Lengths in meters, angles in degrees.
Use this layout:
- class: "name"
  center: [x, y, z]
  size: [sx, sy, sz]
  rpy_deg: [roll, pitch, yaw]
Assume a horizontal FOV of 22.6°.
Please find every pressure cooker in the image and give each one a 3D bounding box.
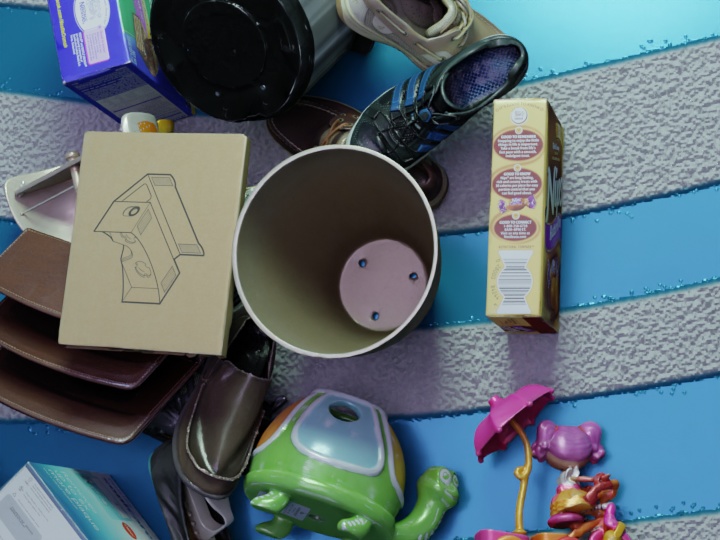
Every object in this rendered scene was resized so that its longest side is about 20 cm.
- class: "pressure cooker"
  center: [-0.091, -0.255, 1.726]
  size: [0.177, 0.200, 0.177]
  rpy_deg: [-17, 110, 33]

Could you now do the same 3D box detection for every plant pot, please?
- class: "plant pot"
  center: [0.000, 0.000, 1.657]
  size: [0.185, 0.200, 0.190]
  rpy_deg: [-3, 79, 14]

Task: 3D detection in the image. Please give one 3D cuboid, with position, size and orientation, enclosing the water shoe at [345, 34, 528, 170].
- class: "water shoe"
  center: [0.065, -0.155, 1.658]
  size: [0.199, 0.079, 0.072]
  rpy_deg: [-37, 89, 6]

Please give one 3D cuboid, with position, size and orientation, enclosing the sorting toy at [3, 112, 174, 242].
- class: "sorting toy"
  center: [-0.232, -0.040, 1.765]
  size: [0.199, 0.106, 0.182]
  rpy_deg: [-21, 84, 41]

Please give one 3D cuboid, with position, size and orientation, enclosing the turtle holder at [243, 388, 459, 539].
- class: "turtle holder"
  center: [-0.011, 0.188, 1.663]
  size: [0.184, 0.141, 0.133]
  rpy_deg: [8, 65, 24]

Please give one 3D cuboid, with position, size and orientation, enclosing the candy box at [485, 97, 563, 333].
- class: "candy box"
  center: [0.154, -0.048, 1.670]
  size: [0.056, 0.117, 0.202]
  rpy_deg: [-1, 81, 14]

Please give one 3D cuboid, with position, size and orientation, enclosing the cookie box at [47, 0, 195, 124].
- class: "cookie box"
  center: [-0.237, -0.244, 1.758]
  size: [0.074, 0.200, 0.173]
  rpy_deg: [-14, 78, 10]

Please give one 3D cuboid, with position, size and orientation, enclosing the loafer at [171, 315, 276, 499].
- class: "loafer"
  center: [-0.122, 0.116, 1.665]
  size: [0.072, 0.071, 0.201]
  rpy_deg: [21, 51, -14]

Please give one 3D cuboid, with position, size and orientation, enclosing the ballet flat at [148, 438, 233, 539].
- class: "ballet flat"
  center: [-0.144, 0.254, 1.688]
  size: [0.068, 0.068, 0.202]
  rpy_deg: [-10, 104, 40]

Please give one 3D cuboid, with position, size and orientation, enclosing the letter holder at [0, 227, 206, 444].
- class: "letter holder"
  center: [-0.271, 0.064, 1.699]
  size: [0.198, 0.101, 0.142]
  rpy_deg: [18, 47, 27]

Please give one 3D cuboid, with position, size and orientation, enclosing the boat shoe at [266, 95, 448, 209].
- class: "boat shoe"
  center: [-0.009, -0.121, 1.746]
  size: [0.199, 0.072, 0.073]
  rpy_deg: [30, 89, 17]

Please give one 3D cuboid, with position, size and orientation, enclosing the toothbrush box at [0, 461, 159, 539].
- class: "toothbrush box"
  center: [-0.257, 0.265, 1.679]
  size: [0.085, 0.200, 0.147]
  rpy_deg: [-42, 73, 3]

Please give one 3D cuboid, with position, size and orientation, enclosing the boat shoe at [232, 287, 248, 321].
- class: "boat shoe"
  center: [-0.100, 0.006, 1.753]
  size: [0.200, 0.062, 0.072]
  rpy_deg: [-46, 74, 3]

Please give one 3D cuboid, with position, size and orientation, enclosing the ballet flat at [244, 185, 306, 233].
- class: "ballet flat"
  center: [-0.137, -0.043, 1.673]
  size: [0.198, 0.071, 0.071]
  rpy_deg: [-13, 75, -24]

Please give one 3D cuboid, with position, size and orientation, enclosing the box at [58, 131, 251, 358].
- class: "box"
  center: [-0.186, -0.025, 1.624]
  size: [0.162, 0.021, 0.202]
  rpy_deg: [3, 79, 17]

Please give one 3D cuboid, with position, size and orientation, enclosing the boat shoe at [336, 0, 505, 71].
- class: "boat shoe"
  center: [0.073, -0.230, 1.690]
  size: [0.065, 0.199, 0.073]
  rpy_deg: [-5, 69, 55]

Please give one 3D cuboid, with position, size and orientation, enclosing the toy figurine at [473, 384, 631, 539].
- class: "toy figurine"
  center: [0.174, 0.196, 1.632]
  size: [0.198, 0.150, 0.186]
  rpy_deg: [3, 71, -8]

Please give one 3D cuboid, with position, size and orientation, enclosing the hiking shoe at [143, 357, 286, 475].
- class: "hiking shoe"
  center: [-0.172, 0.119, 1.757]
  size: [0.199, 0.076, 0.101]
  rpy_deg: [27, 75, 11]
